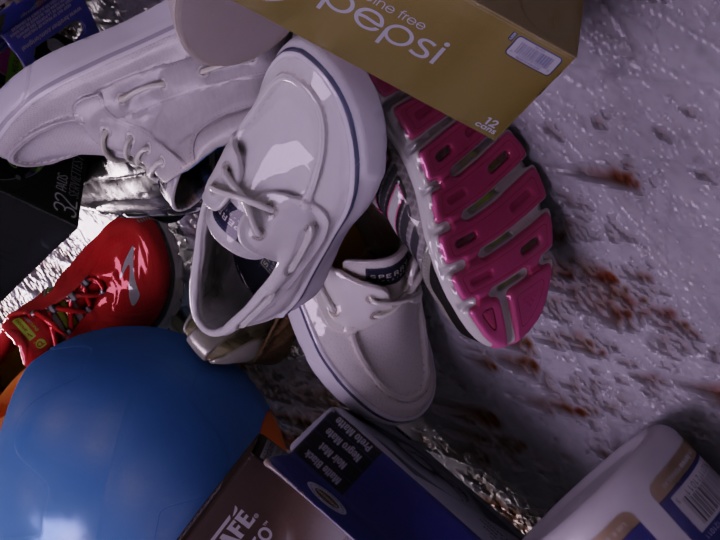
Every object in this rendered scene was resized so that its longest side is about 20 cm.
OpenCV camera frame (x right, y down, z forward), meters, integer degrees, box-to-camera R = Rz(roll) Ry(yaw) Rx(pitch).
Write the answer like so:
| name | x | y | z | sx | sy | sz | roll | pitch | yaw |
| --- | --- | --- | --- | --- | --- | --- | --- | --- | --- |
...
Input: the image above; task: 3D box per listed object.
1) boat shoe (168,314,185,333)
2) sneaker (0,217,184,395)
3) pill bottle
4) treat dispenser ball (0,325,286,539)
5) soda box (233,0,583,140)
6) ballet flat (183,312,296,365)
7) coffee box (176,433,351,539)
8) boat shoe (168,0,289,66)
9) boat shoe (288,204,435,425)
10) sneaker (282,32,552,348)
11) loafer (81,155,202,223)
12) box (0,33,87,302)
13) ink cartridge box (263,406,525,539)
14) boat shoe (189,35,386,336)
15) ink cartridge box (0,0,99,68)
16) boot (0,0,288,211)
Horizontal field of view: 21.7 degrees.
| name | x | y | z | sx | sy | sz | roll | pitch | yaw |
| --- | --- | --- | --- | --- | --- | --- | --- | --- | --- |
| boat shoe | -0.135 | 0.098 | 1.308 | 0.072 | 0.072 | 0.200 | -9 | 114 | 57 |
| sneaker | -0.191 | 0.036 | 1.247 | 0.200 | 0.085 | 0.077 | -46 | 73 | 31 |
| pill bottle | 0.178 | 0.185 | 0.942 | 0.200 | 0.116 | 0.116 | 48 | 151 | 4 |
| treat dispenser ball | -0.145 | 0.135 | 1.186 | 0.201 | 0.201 | 0.201 | 34 | 147 | 25 |
| soda box | -0.007 | -0.137 | 0.769 | 0.200 | 0.068 | 0.064 | 27 | 139 | -17 |
| ballet flat | -0.068 | 0.017 | 1.124 | 0.068 | 0.072 | 0.200 | 47 | 151 | 7 |
| coffee box | -0.014 | 0.199 | 1.056 | 0.200 | 0.114 | 0.080 | 37 | -176 | -1 |
| boat shoe | -0.057 | -0.192 | 0.856 | 0.200 | 0.074 | 0.093 | 107 | 150 | -49 |
| boat shoe | 0.000 | 0.000 | 1.022 | 0.070 | 0.071 | 0.200 | 3 | 122 | 52 |
| sneaker | 0.024 | -0.053 | 0.921 | 0.087 | 0.074 | 0.200 | -11 | 111 | 57 |
| loafer | -0.132 | -0.056 | 1.130 | 0.070 | 0.068 | 0.200 | 45 | 158 | -22 |
| box | -0.271 | -0.088 | 1.091 | 0.200 | 0.149 | 0.124 | 27 | 132 | -28 |
| ink cartridge box | 0.054 | 0.153 | 1.046 | 0.200 | 0.041 | 0.200 | 40 | -175 | 13 |
| boat shoe | -0.041 | -0.031 | 0.895 | 0.074 | 0.065 | 0.200 | 43 | 146 | 21 |
| ink cartridge box | -0.219 | -0.192 | 1.019 | 0.200 | 0.136 | 0.076 | 48 | 154 | 3 |
| boot | -0.115 | -0.074 | 0.987 | 0.200 | 0.073 | 0.096 | -25 | 72 | 30 |
